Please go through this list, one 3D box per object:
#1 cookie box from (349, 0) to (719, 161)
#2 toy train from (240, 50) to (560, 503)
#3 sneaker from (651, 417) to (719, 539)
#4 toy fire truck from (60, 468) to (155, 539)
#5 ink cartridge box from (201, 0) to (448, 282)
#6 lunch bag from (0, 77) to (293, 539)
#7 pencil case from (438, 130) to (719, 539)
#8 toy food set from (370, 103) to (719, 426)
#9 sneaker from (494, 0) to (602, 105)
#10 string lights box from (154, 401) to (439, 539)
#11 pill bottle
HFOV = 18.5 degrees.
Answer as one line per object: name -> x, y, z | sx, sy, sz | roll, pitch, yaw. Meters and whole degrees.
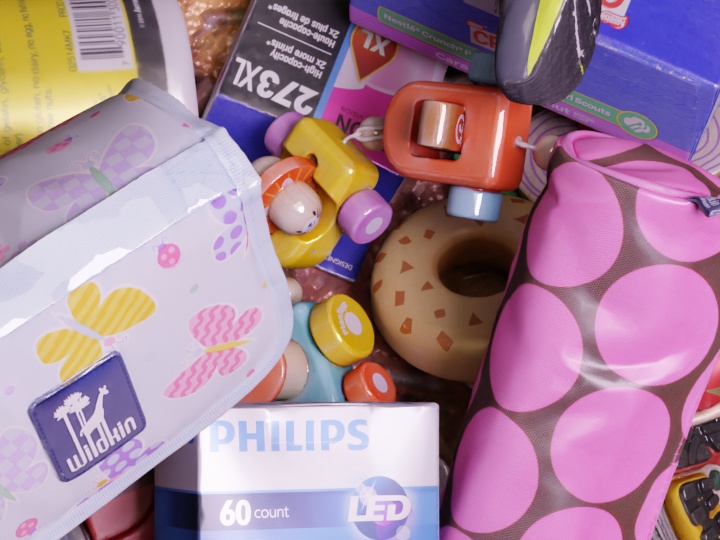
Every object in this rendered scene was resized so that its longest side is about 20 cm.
cookie box -> 0.113, -0.170, 0.981 | 0.171, 0.075, 0.200 | 25, 65, 11
toy train -> 0.000, 0.000, 0.924 | 0.056, 0.150, 0.201 | 6, 98, -52
sneaker -> 0.167, 0.150, 0.986 | 0.078, 0.082, 0.201 | -35, 103, -38
toy fire truck -> -0.133, 0.130, 0.894 | 0.176, 0.129, 0.201 | -23, 95, -18
ink cartridge box -> -0.007, -0.104, 1.015 | 0.094, 0.037, 0.201 | 23, 75, -8
lunch bag -> -0.122, 0.028, 0.762 | 0.169, 0.200, 0.127 | -35, 89, -20
pencil case -> 0.093, 0.051, 0.873 | 0.093, 0.091, 0.201 | 14, 104, -16
toy food set -> 0.117, -0.014, 0.971 | 0.199, 0.049, 0.198 | 19, 58, 31
sneaker -> 0.054, -0.150, 0.898 | 0.081, 0.074, 0.201 | -6, 57, 8
string lights box -> -0.025, 0.152, 0.859 | 0.102, 0.059, 0.201 | 1, 86, -23
pill bottle -> -0.174, -0.059, 0.920 | 0.199, 0.114, 0.115 | -5, 79, -14
